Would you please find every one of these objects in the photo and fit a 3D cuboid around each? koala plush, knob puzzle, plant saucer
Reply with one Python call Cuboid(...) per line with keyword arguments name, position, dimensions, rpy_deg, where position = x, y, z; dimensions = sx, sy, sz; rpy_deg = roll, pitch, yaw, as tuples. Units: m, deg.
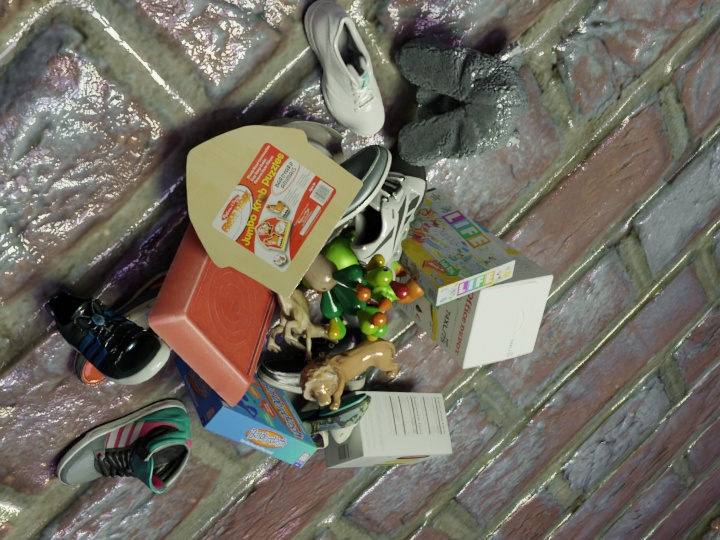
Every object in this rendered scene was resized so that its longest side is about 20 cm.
Cuboid(name="koala plush", position=(0.176, -0.241, 1.043), dimensions=(0.200, 0.183, 0.178), rpy_deg=(-20, 114, -49))
Cuboid(name="knob puzzle", position=(-0.127, -0.091, 0.918), dimensions=(0.218, 0.030, 0.221), rpy_deg=(-1, 95, -9))
Cuboid(name="plant saucer", position=(-0.179, 0.045, 0.976), dimensions=(0.037, 0.201, 0.200), rpy_deg=(-9, 137, 24))

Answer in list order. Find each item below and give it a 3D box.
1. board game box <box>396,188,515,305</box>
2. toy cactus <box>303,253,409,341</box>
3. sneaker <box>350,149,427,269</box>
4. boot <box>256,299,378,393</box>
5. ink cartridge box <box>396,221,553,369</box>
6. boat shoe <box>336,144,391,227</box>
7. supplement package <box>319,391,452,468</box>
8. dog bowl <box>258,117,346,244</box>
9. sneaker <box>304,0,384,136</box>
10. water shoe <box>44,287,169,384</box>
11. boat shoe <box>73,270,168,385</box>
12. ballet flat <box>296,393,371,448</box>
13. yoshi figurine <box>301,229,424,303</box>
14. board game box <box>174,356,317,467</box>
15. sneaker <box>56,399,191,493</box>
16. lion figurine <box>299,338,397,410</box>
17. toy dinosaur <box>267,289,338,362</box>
Cuboid(name="board game box", position=(0.115, -0.041, 1.093), dimensions=(0.134, 0.200, 0.034), rpy_deg=(-19, 135, -23))
Cuboid(name="toy cactus", position=(-0.019, 0.024, 1.014), dimensions=(0.102, 0.165, 0.200), rpy_deg=(-48, 179, -26))
Cuboid(name="sneaker", position=(0.038, -0.098, 1.045), dimensions=(0.088, 0.074, 0.201), rpy_deg=(42, 59, -53))
Cuboid(name="boot", position=(-0.058, 0.114, 1.167), dimensions=(0.203, 0.073, 0.154), rpy_deg=(7, 109, -38))
Cuboid(name="ink cartridge box", position=(0.178, 0.034, 1.183), dimensions=(0.145, 0.200, 0.147), rpy_deg=(-8, 122, -29))
Cuboid(name="boat shoe", position=(-0.044, -0.099, 0.963), dimensions=(0.200, 0.073, 0.062), rpy_deg=(-42, 133, 5))
Cuboid(name="supplement package", position=(0.046, 0.278, 1.280), dimensions=(0.199, 0.110, 0.114), rpy_deg=(8, 153, -36))
Cuboid(name="dog bowl", position=(-0.100, -0.116, 1.002), dimensions=(0.199, 0.059, 0.201), rpy_deg=(-17, 125, -25))
Cuboid(name="sneaker", position=(-0.009, -0.251, 0.958), dimensions=(0.075, 0.088, 0.200), rpy_deg=(-37, 132, -10))
Cuboid(name="water shoe", position=(-0.316, 0.078, 0.887), dimensions=(0.072, 0.199, 0.079), rpy_deg=(-54, 139, -27))
Cuboid(name="boat shoe", position=(-0.306, 0.086, 0.989), dimensions=(0.200, 0.063, 0.071), rpy_deg=(-44, 134, -1))
Cuboid(name="ballet flat", position=(-0.055, 0.252, 1.193), dimensions=(0.199, 0.075, 0.074), rpy_deg=(-21, 143, 33))
Cuboid(name="yoshi figurine", position=(0.008, -0.004, 1.119), dimensions=(0.199, 0.112, 0.113), rpy_deg=(2, 100, -32))
Cuboid(name="board game box", position=(-0.169, 0.201, 1.089), dimensions=(0.045, 0.152, 0.200), rpy_deg=(-48, 133, 6))
Cuboid(name="sneaker", position=(-0.329, 0.277, 1.052), dimensions=(0.199, 0.121, 0.084), rpy_deg=(-27, 129, -16))
Cuboid(name="lion figurine", position=(-0.011, 0.143, 1.101), dimensions=(0.200, 0.072, 0.123), rpy_deg=(-33, 151, -30))
Cuboid(name="toy dinosaur", position=(-0.100, 0.065, 1.053), dimensions=(0.200, 0.058, 0.101), rpy_deg=(56, 37, -42))
